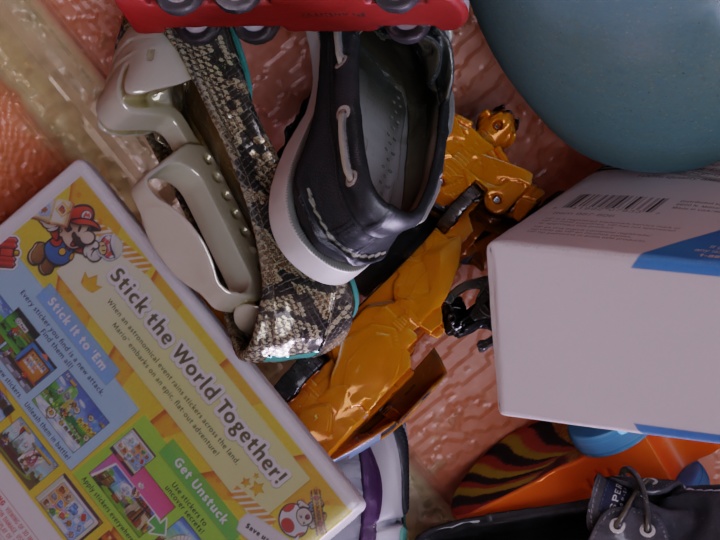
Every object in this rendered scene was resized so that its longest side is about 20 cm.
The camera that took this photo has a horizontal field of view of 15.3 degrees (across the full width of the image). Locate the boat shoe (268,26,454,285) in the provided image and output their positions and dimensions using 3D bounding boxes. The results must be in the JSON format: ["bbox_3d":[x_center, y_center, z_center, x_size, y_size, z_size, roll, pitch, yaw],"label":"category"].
[{"bbox_3d":[0.013,-0.085,1.159,0.076,0.200,0.060,28,140,-29],"label":"boat shoe"}]

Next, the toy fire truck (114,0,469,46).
[{"bbox_3d":[-0.051,-0.168,1.124,0.199,0.049,0.141,0,77,9],"label":"toy fire truck"}]

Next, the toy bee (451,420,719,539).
[{"bbox_3d":[0.144,0.078,1.292,0.200,0.109,0.131,-3,118,12],"label":"toy bee"}]

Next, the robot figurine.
[{"bbox_3d":[0.000,0.000,1.216,0.145,0.058,0.200,43,76,6],"label":"robot figurine"}]

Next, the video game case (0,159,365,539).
[{"bbox_3d":[-0.128,0.084,1.168,0.182,0.023,0.200,-40,78,2],"label":"video game case"}]

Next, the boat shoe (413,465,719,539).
[{"bbox_3d":[0.115,0.122,1.227,0.200,0.070,0.066,-13,119,26],"label":"boat shoe"}]

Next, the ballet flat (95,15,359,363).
[{"bbox_3d":[-0.070,-0.050,1.158,0.075,0.068,0.200,-16,73,-36],"label":"ballet flat"}]

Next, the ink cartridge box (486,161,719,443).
[{"bbox_3d":[0.164,0.001,1.189,0.144,0.200,0.084,6,111,28],"label":"ink cartridge box"}]

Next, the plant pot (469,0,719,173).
[{"bbox_3d":[0.134,-0.123,1.185,0.200,0.200,0.135,-7,130,-12],"label":"plant pot"}]

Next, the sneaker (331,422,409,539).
[{"bbox_3d":[-0.019,0.158,1.288,0.087,0.074,0.201,-1,96,-1],"label":"sneaker"}]
